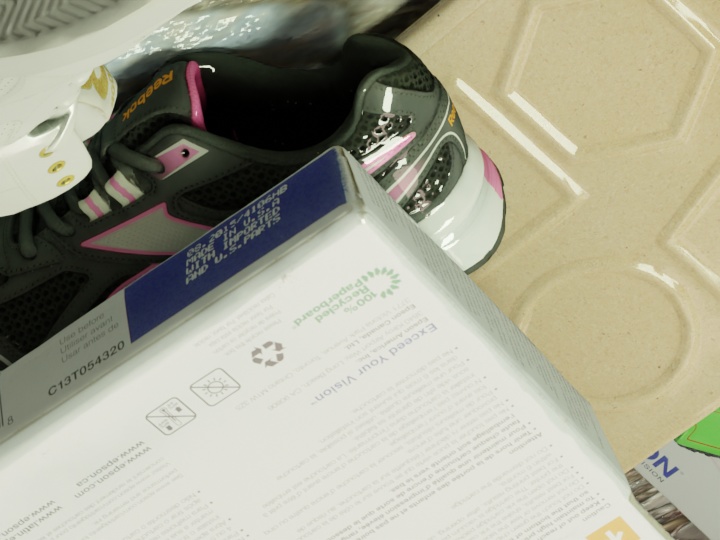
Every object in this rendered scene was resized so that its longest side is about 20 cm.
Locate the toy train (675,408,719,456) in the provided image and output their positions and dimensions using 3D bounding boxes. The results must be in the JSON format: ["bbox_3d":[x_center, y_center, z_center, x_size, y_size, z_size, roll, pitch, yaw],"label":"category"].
[{"bbox_3d":[0.106,0.038,1.119,0.200,0.042,0.056,17,124,-37],"label":"toy train"}]

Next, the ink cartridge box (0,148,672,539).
[{"bbox_3d":[-0.026,0.081,0.867,0.196,0.043,0.200,-33,129,14],"label":"ink cartridge box"}]

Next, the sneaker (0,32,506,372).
[{"bbox_3d":[-0.060,-0.028,0.858,0.200,0.080,0.086,-18,132,4],"label":"sneaker"}]

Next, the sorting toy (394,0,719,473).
[{"bbox_3d":[0.082,-0.028,0.915,0.200,0.037,0.185,-36,117,30],"label":"sorting toy"}]

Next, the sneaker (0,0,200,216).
[{"bbox_3d":[-0.084,-0.069,0.699,0.200,0.074,0.116,-21,167,25],"label":"sneaker"}]

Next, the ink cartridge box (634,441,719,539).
[{"bbox_3d":[0.220,0.076,1.295,0.043,0.196,0.200,-47,180,-38],"label":"ink cartridge box"}]
